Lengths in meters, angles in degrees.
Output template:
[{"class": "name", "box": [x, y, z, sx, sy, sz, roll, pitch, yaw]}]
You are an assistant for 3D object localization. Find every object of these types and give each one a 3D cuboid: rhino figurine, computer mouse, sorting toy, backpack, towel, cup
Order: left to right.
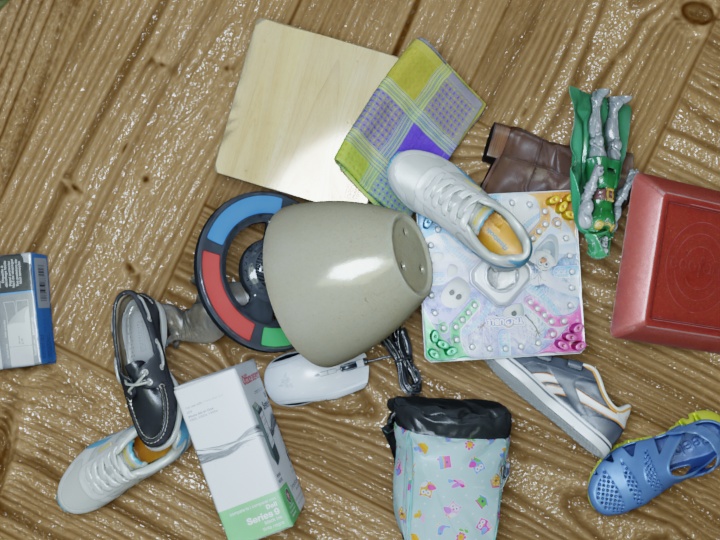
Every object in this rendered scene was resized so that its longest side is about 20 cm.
[{"class": "rhino figurine", "box": [-0.191, 0.045, 1.325, 0.199, 0.060, 0.088, -22, 85, 4]}, {"class": "sorting toy", "box": [-0.060, -0.191, 1.316, 0.197, 0.070, 0.201, 17, 91, 3]}, {"class": "computer mouse", "box": [-0.028, 0.128, 1.324, 0.198, 0.044, 0.111, -16, 90, 2]}, {"class": "cup", "box": [0.000, 0.000, 1.217, 0.142, 0.200, 0.202, -17, 88, 28]}, {"class": "towel", "box": [0.063, -0.172, 1.282, 0.144, 0.023, 0.201, 44, 75, -31]}, {"class": "backpack", "box": [0.105, 0.262, 1.276, 0.165, 0.127, 0.202, 5, 93, -1]}]

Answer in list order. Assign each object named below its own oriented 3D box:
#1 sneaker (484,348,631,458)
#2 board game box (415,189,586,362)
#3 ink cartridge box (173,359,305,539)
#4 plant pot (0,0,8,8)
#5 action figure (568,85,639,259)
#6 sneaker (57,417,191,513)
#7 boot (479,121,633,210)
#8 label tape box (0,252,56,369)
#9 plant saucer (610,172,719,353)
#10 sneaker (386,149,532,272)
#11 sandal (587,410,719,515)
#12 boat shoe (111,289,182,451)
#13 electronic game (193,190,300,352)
[{"class": "sneaker", "box": [0.245, 0.141, 1.296, 0.200, 0.078, 0.080, 39, 80, 8]}, {"class": "board game box", "box": [0.172, 0.006, 1.259, 0.198, 0.026, 0.202, -3, 87, -4]}, {"class": "ink cartridge box", "box": [-0.145, 0.219, 1.276, 0.083, 0.146, 0.201, -20, 89, 3]}, {"class": "plant pot", "box": [-0.516, -0.396, 1.278, 0.199, 0.193, 0.202, 0, 89, 3]}, {"class": "action figure", "box": [0.292, -0.114, 1.249, 0.117, 0.055, 0.202, 6, 87, -34]}, {"class": "sneaker", "box": [-0.302, 0.240, 1.310, 0.199, 0.081, 0.077, -35, 89, 2]}, {"class": "boot", "box": [0.242, -0.079, 1.310, 0.198, 0.064, 0.188, 15, 92, -2]}, {"class": "label tape box", "box": [-0.504, 0.060, 1.336, 0.198, 0.063, 0.145, -6, 88, 2]}, {"class": "plant saucer", "box": [0.407, -0.004, 1.266, 0.198, 0.037, 0.202, 9, 89, -25]}, {"class": "sneaker", "box": [0.119, -0.076, 1.207, 0.199, 0.081, 0.077, 36, 87, 0]}, {"class": "sandal", "box": [0.371, 0.239, 1.284, 0.199, 0.087, 0.080, -33, 90, 4]}, {"class": "boat shoe", "box": [-0.264, 0.118, 1.262, 0.073, 0.060, 0.201, -16, 66, 15]}, {"class": "electronic game", "box": [-0.112, 0.001, 1.276, 0.199, 0.042, 0.202, 8, 76, -32]}]
